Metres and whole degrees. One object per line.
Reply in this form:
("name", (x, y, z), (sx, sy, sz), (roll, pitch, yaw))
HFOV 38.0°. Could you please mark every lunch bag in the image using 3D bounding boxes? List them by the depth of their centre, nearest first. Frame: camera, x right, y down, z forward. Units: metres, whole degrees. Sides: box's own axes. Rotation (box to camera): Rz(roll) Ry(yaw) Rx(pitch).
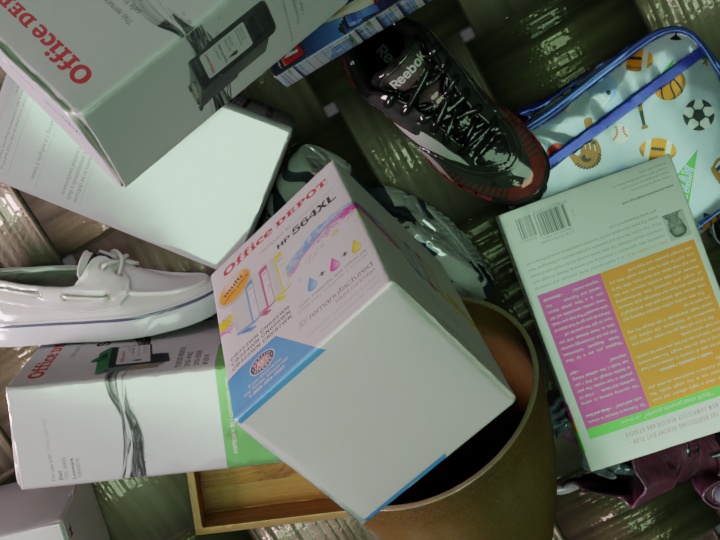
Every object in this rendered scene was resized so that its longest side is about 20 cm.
("lunch bag", (0.205, -0.087, 0.825), (0.200, 0.076, 0.161), (-35, 93, 4))

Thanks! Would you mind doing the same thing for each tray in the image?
("tray", (-0.047, 0.162, 0.896), (0.199, 0.037, 0.099), (-6, 104, -1))

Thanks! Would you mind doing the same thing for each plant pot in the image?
("plant pot", (0.078, 0.154, 0.808), (0.186, 0.187, 0.200), (-29, 129, 4))

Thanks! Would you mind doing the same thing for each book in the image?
("book", (0.196, 0.031, 0.772), (0.133, 0.048, 0.201), (-19, 90, 4))

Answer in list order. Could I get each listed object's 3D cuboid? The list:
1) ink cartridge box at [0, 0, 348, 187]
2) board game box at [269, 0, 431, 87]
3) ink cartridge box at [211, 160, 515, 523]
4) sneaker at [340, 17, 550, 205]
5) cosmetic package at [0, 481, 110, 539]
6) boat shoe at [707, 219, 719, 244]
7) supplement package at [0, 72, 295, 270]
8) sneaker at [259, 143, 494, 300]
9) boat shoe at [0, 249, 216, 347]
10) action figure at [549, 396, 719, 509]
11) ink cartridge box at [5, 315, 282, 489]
("ink cartridge box", (-0.130, -0.173, 0.659), (0.200, 0.083, 0.145), (-42, 66, -13))
("board game box", (-0.044, -0.231, 0.750), (0.199, 0.062, 0.201), (-28, 69, 13))
("ink cartridge box", (-0.010, 0.035, 0.697), (0.128, 0.200, 0.125), (-42, 120, 10))
("sneaker", (0.056, -0.122, 0.771), (0.200, 0.098, 0.071), (44, 97, 11))
("cosmetic package", (-0.319, 0.239, 0.863), (0.199, 0.108, 0.085), (-12, 104, 1))
("boat shoe", (0.366, -0.090, 0.839), (0.199, 0.068, 0.074), (-39, 103, 7))
("supplement package", (-0.161, -0.096, 0.784), (0.199, 0.117, 0.117), (23, 101, -8))
("sneaker", (0.000, 0.000, 0.841), (0.199, 0.080, 0.130), (26, 117, -27))
("boat shoe", (-0.207, 0.015, 0.836), (0.199, 0.072, 0.066), (-5, 109, 6))
("action figure", (0.255, 0.160, 0.878), (0.199, 0.135, 0.149), (7, 146, -31))
("ink cartridge box", (-0.157, 0.096, 0.816), (0.199, 0.146, 0.085), (-5, 103, -2))
